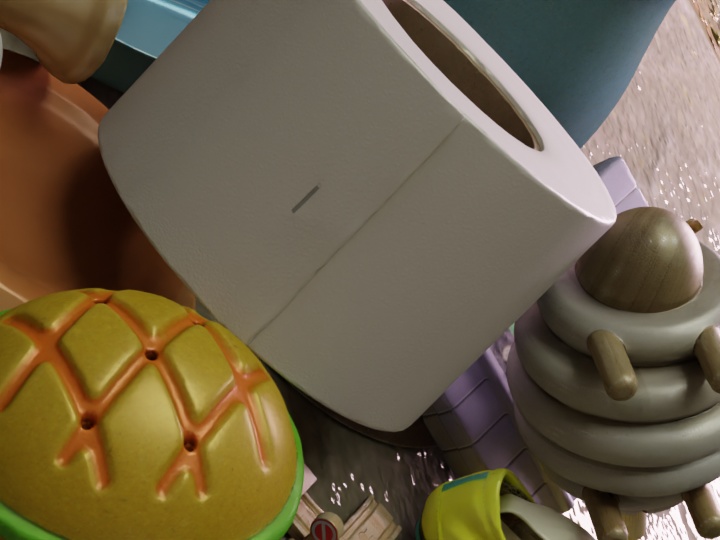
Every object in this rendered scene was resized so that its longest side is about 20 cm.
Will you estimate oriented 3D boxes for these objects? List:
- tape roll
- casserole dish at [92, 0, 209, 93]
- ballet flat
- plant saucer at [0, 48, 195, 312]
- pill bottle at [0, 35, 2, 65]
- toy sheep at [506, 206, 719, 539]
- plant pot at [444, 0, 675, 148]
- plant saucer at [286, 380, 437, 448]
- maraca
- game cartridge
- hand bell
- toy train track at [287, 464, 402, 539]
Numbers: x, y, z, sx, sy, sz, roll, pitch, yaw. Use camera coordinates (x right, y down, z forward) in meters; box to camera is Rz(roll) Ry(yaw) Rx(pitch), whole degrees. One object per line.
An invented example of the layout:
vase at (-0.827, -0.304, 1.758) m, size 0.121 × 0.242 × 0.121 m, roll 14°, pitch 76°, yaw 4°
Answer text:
tape roll at (-0.001, -0.047, 0.981) m, size 0.202 × 0.139 × 0.203 m, roll 42°, pitch 15°, yaw -14°
casserole dish at (-0.078, -0.116, 1.132) m, size 0.198 × 0.039 × 0.122 m, roll 20°, pitch 34°, yaw -19°
ballet flat at (0.112, 0.171, 1.050) m, size 0.200 × 0.067 × 0.067 m, roll 45°, pitch 33°, yaw -10°
plant saucer at (-0.151, -0.029, 0.981) m, size 0.199 × 0.037 × 0.201 m, roll 31°, pitch 36°, yaw -25°
pill bottle at (-0.204, -0.031, 0.826) m, size 0.111 × 0.111 × 0.201 m, roll 35°, pitch 42°, yaw -19°
toy sheep at (0.132, 0.056, 1.044) m, size 0.136 × 0.202 × 0.138 m, roll 2°, pitch 35°, yaw -2°
plant pot at (0.087, -0.156, 1.264) m, size 0.199 × 0.188 × 0.201 m, roll 32°, pitch 35°, yaw -25°
plant saucer at (0.000, 0.000, 1.140) m, size 0.199 × 0.032 × 0.201 m, roll 30°, pitch 36°, yaw -25°
maraca at (-0.117, 0.062, 0.865) m, size 0.198 × 0.107 × 0.138 m, roll 13°, pitch 39°, yaw -15°
game cartridge at (0.106, 0.038, 1.138) m, size 0.200 × 0.038 × 0.130 m, roll -40°, pitch 109°, yaw -39°
hand bell at (-0.208, -0.146, 0.945) m, size 0.198 × 0.104 × 0.105 m, roll 6°, pitch 50°, yaw -33°
toy train track at (0.027, 0.161, 0.995) m, size 0.200 × 0.032 × 0.115 m, roll 49°, pitch 32°, yaw -1°
